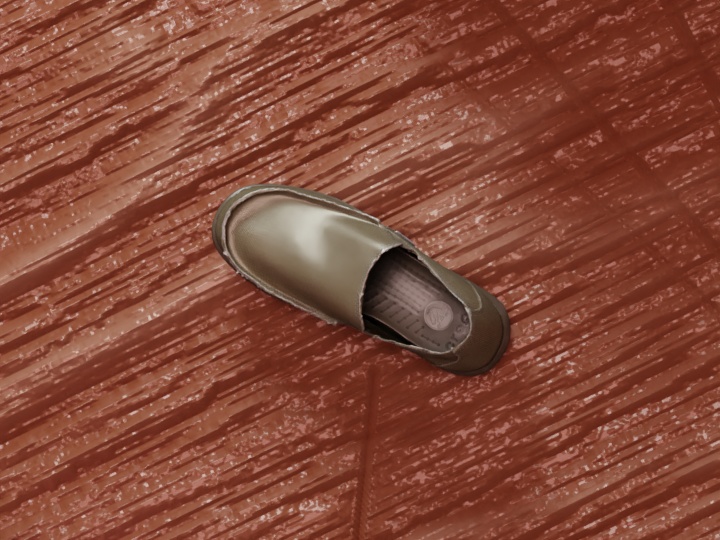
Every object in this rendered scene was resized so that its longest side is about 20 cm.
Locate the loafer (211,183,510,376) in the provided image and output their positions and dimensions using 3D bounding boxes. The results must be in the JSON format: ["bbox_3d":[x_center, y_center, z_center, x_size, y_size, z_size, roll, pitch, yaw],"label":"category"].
[{"bbox_3d":[0.000,0.000,1.684,0.199,0.067,0.076,23,86,8],"label":"loafer"}]
